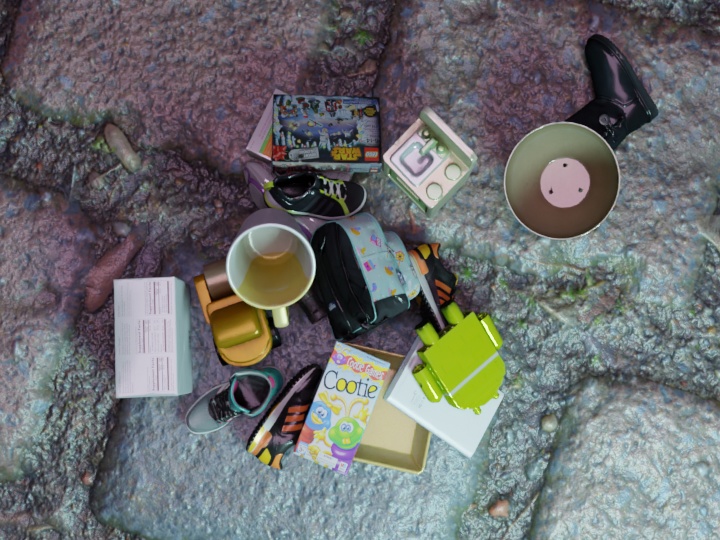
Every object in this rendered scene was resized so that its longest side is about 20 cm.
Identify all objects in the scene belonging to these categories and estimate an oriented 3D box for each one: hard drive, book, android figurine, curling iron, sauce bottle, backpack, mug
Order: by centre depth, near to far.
[{"bbox_3d":[-0.161,-0.018,1.553,0.148,0.154,0.189,21,109,-14],"label":"mug"},{"bbox_3d":[0.177,0.157,1.586,0.181,0.041,0.201,-39,104,-19],"label":"android figurine"},{"bbox_3d":[0.000,0.000,1.601,0.152,0.176,0.202,-24,84,-31],"label":"backpack"},{"bbox_3d":[0.150,0.223,1.611,0.199,0.025,0.133,36,76,-18],"label":"hard drive"},{"bbox_3d":[-0.127,0.004,1.661,0.066,0.066,0.201,-37,85,-3],"label":"sauce bottle"},{"bbox_3d":[-0.089,-0.239,1.662,0.199,0.026,0.050,-40,98,-13],"label":"curling iron"},{"bbox_3d":[-0.096,-0.239,1.696,0.198,0.048,0.135,25,83,2],"label":"book"}]

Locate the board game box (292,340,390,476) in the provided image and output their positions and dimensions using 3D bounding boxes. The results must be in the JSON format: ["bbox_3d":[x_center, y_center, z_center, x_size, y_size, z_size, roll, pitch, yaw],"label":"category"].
[{"bbox_3d":[-0.031,0.235,1.568,0.102,0.105,0.203,21,86,2],"label":"board game box"}]

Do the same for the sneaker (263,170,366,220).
[{"bbox_3d":[-0.077,-0.136,1.608,0.197,0.083,0.073,-3,69,-19],"label":"sneaker"}]

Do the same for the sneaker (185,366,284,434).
[{"bbox_3d":[-0.229,0.234,1.610,0.198,0.121,0.084,-29,85,-2],"label":"sneaker"}]

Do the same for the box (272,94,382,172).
[{"bbox_3d":[-0.061,-0.247,1.635,0.196,0.040,0.139,0,70,-6],"label":"box"}]

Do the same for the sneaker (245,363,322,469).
[{"bbox_3d":[-0.118,0.265,1.639,0.090,0.070,0.201,38,88,-7],"label":"sneaker"}]

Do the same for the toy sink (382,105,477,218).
[{"bbox_3d":[0.117,-0.185,1.610,0.130,0.200,0.112,45,86,4],"label":"toy sink"}]

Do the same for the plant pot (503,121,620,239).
[{"bbox_3d":[0.365,-0.160,1.626,0.197,0.134,0.204,1,95,17],"label":"plant pot"}]

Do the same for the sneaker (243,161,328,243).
[{"bbox_3d":[-0.132,-0.136,1.684,0.200,0.075,0.100,43,63,7],"label":"sneaker"}]

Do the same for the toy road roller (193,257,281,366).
[{"bbox_3d":[-0.221,0.071,1.614,0.121,0.146,0.203,-18,84,-2],"label":"toy road roller"}]

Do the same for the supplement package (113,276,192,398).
[{"bbox_3d":[-0.365,0.120,1.606,0.109,0.156,0.204,-2,84,-2],"label":"supplement package"}]

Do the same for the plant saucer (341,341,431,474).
[{"bbox_3d":[0.036,0.248,1.643,0.197,0.048,0.203,12,85,2],"label":"plant saucer"}]

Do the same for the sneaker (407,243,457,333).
[{"bbox_3d":[0.149,0.046,1.645,0.089,0.070,0.202,-24,90,-18],"label":"sneaker"}]

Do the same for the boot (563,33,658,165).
[{"bbox_3d":[0.434,-0.314,1.680,0.167,0.076,0.201,-36,91,-7],"label":"boot"}]
